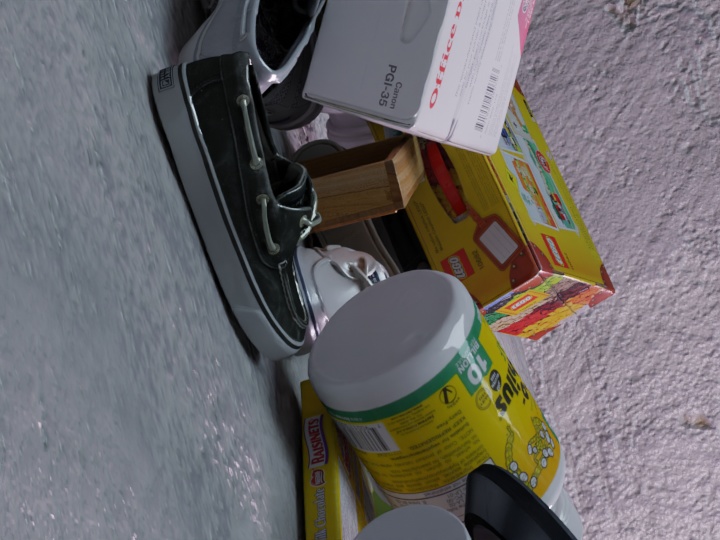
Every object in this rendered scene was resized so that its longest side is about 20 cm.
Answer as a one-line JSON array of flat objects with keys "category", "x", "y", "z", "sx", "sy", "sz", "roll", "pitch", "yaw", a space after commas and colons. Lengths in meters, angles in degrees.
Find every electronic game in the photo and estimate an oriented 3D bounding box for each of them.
[{"category": "electronic game", "x": 0.123, "y": 0.196, "z": 1.334, "sx": 0.200, "sy": 0.042, "sz": 0.200, "roll": 53, "pitch": -12, "yaw": 16}]

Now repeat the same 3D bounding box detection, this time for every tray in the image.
[{"category": "tray", "x": -0.013, "y": -0.056, "z": 1.569, "sx": 0.200, "sy": 0.098, "sz": 0.037, "roll": -60, "pitch": 136, "yaw": -79}]

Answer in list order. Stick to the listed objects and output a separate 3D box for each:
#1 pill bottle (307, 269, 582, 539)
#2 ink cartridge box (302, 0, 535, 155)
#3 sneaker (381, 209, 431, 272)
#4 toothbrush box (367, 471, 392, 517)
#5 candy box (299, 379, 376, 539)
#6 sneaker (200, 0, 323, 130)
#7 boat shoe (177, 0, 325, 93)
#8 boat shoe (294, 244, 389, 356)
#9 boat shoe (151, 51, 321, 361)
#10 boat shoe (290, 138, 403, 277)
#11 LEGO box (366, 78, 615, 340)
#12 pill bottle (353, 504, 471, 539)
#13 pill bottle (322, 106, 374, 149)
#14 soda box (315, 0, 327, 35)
[{"category": "pill bottle", "x": 0.060, "y": 0.107, "z": 1.450, "sx": 0.201, "sy": 0.112, "sz": 0.113, "roll": 58, "pitch": 15, "yaw": -29}, {"category": "ink cartridge box", "x": 0.046, "y": -0.163, "z": 1.528, "sx": 0.200, "sy": 0.082, "sz": 0.148, "roll": 7, "pitch": 98, "yaw": -72}, {"category": "sneaker", "x": 0.038, "y": 0.026, "z": 1.748, "sx": 0.071, "sy": 0.099, "sz": 0.201, "roll": 10, "pitch": 64, "yaw": -72}, {"category": "toothbrush box", "x": 0.051, "y": 0.185, "z": 1.608, "sx": 0.146, "sy": 0.086, "sz": 0.201, "roll": 45, "pitch": 31, "yaw": -75}, {"category": "candy box", "x": -0.011, "y": 0.164, "z": 1.417, "sx": 0.201, "sy": 0.026, "sz": 0.103, "roll": -94, "pitch": 165, "yaw": -55}, {"category": "sneaker", "x": -0.071, "y": -0.190, "z": 1.507, "sx": 0.082, "sy": 0.074, "sz": 0.201, "roll": -20, "pitch": 91, "yaw": -76}, {"category": "boat shoe", "x": -0.051, "y": -0.167, "z": 1.422, "sx": 0.072, "sy": 0.068, "sz": 0.200, "roll": 56, "pitch": 34, "yaw": -17}, {"category": "boat shoe", "x": -0.016, "y": 0.011, "z": 1.539, "sx": 0.200, "sy": 0.065, "sz": 0.074, "roll": -43, "pitch": 117, "yaw": -82}, {"category": "boat shoe", "x": -0.057, "y": -0.033, "z": 1.326, "sx": 0.071, "sy": 0.063, "sz": 0.201, "roll": -95, "pitch": 168, "yaw": -54}, {"category": "boat shoe", "x": 0.000, "y": 0.000, "z": 1.684, "sx": 0.057, "sy": 0.066, "sz": 0.201, "roll": 43, "pitch": 29, "yaw": -68}, {"category": "LEGO box", "x": 0.092, "y": -0.059, "z": 1.722, "sx": 0.149, "sy": 0.077, "sz": 0.201, "roll": 14, "pitch": 49, "yaw": -61}, {"category": "pill bottle", "x": 0.055, "y": 0.224, "z": 1.323, "sx": 0.105, "sy": 0.104, "sz": 0.201, "roll": -97, "pitch": 168, "yaw": -48}, {"category": "pill bottle", "x": -0.006, "y": -0.190, "z": 1.829, "sx": 0.120, "sy": 0.119, "sz": 0.201, "roll": -88, "pitch": 162, "yaw": -67}, {"category": "soda box", "x": -0.074, "y": -0.256, "z": 1.660, "sx": 0.068, "sy": 0.064, "sz": 0.201, "roll": 28, "pitch": 48, "yaw": -78}]
